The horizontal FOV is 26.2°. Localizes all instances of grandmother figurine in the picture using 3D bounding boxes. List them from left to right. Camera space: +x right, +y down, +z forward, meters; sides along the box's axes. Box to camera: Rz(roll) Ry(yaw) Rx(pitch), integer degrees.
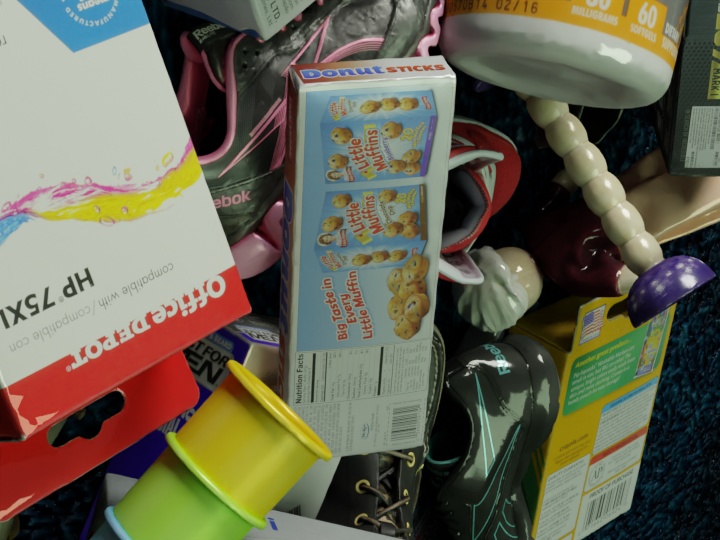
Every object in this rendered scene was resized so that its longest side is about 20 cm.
[{"bbox_3d":[0.147,-0.022,0.935,0.199,0.121,0.061,-27,122,-3],"label":"grandmother figurine"}]

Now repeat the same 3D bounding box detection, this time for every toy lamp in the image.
[{"bbox_3d":[0.111,-0.067,0.818,0.058,0.201,0.058,-32,171,-5],"label":"toy lamp"}]

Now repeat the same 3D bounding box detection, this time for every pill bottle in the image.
[{"bbox_3d":[0.111,-0.188,0.742,0.116,0.116,0.202,15,87,-54],"label":"pill bottle"}]

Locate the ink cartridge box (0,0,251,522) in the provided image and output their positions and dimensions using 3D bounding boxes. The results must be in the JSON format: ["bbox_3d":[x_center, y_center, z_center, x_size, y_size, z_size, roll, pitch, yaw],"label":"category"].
[{"bbox_3d":[-0.119,-0.015,0.589,0.116,0.067,0.202,-30,107,-37],"label":"ink cartridge box"}]

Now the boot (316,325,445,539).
[{"bbox_3d":[0.012,0.135,0.838,0.073,0.151,0.201,20,102,-20],"label":"boot"}]

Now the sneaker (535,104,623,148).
[{"bbox_3d":[0.122,-0.176,0.855,0.060,0.104,0.202,-7,82,-28],"label":"sneaker"}]

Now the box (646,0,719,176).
[{"bbox_3d":[0.196,-0.178,0.884,0.158,0.050,0.202,-90,180,-58],"label":"box"}]

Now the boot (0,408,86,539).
[{"bbox_3d":[-0.157,0.092,0.672,0.155,0.072,0.200,-53,140,-17],"label":"boot"}]

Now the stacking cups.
[{"bbox_3d":[-0.100,0.129,0.644,0.200,0.060,0.060,-47,143,0],"label":"stacking cups"}]

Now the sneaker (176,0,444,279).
[{"bbox_3d":[-0.036,-0.097,0.711,0.095,0.079,0.201,41,77,-42],"label":"sneaker"}]

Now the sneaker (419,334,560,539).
[{"bbox_3d":[0.065,0.135,0.954,0.079,0.075,0.202,-7,112,-33],"label":"sneaker"}]

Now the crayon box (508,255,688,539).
[{"bbox_3d":[0.144,0.086,1.022,0.125,0.051,0.202,-20,128,-43],"label":"crayon box"}]

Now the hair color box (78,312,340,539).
[{"bbox_3d":[-0.078,0.122,0.797,0.109,0.065,0.202,14,99,-53],"label":"hair color box"}]

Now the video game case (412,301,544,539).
[{"bbox_3d":[0.083,0.124,1.034,0.201,0.023,0.182,-58,144,-6],"label":"video game case"}]

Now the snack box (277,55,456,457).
[{"bbox_3d":[0.000,0.000,0.712,0.071,0.024,0.202,-5,122,-14],"label":"snack box"}]

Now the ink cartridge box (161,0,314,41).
[{"bbox_3d":[-0.013,-0.212,0.654,0.200,0.076,0.137,-42,139,-24],"label":"ink cartridge box"}]

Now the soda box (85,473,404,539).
[{"bbox_3d":[-0.031,0.154,0.720,0.198,0.068,0.064,15,98,-12],"label":"soda box"}]

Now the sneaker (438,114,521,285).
[{"bbox_3d":[0.051,-0.040,0.809,0.199,0.112,0.072,-9,110,-49],"label":"sneaker"}]
